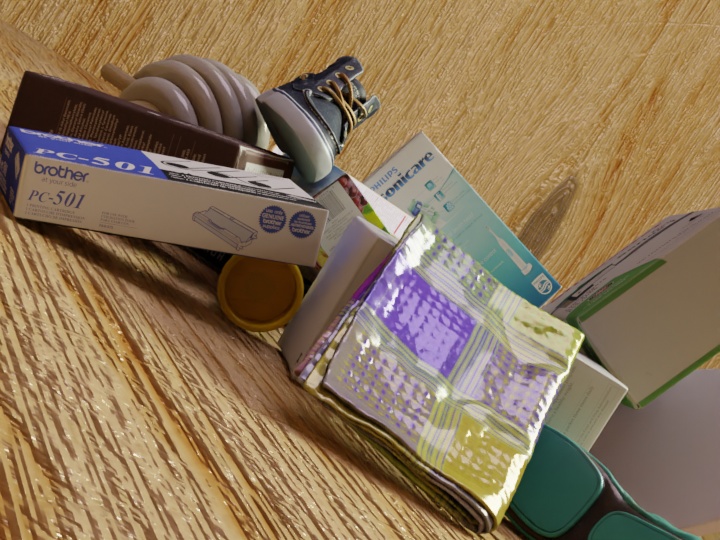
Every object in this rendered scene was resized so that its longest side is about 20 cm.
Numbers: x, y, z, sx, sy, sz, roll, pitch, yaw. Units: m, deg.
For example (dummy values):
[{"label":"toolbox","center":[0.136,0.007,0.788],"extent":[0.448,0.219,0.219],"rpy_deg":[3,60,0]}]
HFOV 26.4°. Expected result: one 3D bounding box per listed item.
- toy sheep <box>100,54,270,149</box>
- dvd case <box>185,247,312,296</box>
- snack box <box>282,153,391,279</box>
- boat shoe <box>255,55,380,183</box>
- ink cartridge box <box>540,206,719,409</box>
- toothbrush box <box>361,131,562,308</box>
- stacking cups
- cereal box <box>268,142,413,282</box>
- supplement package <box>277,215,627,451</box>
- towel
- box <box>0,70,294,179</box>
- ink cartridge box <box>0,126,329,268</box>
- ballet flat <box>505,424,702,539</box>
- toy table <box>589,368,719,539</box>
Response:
[{"label":"toy sheep","center":[-0.148,-0.126,1.331],"extent":[0.138,0.138,0.200],"rpy_deg":[34,33,31]},{"label":"dvd case","center":[-0.131,-0.026,1.362],"extent":[0.200,0.025,0.150],"rpy_deg":[33,4,18]},{"label":"snack box","center":[0.000,0.000,1.279],"extent":[0.200,0.068,0.169],"rpy_deg":[52,-4,-19]},{"label":"boat shoe","center":[-0.027,-0.130,1.227],"extent":[0.071,0.091,0.200],"rpy_deg":[63,-4,-18]},{"label":"ink cartridge box","center":[0.224,0.026,1.165],"extent":[0.084,0.146,0.200],"rpy_deg":[55,-2,-1]},{"label":"toothbrush box","center":[0.087,-0.030,1.485],"extent":[0.200,0.085,0.146],"rpy_deg":[49,-3,-3]},{"label":"stacking cups","center":[-0.073,0.002,1.149],"extent":[0.060,0.061,0.200],"rpy_deg":[32,4,-6]},{"label":"cereal box","center":[-0.019,-0.023,1.415],"extent":[0.200,0.040,0.144],"rpy_deg":[34,-40,-1]},{"label":"supplement package","center":[0.058,0.064,1.046],"extent":[0.200,0.110,0.114],"rpy_deg":[31,4,-12]},{"label":"towel","center":[0.054,0.055,0.916],"extent":[0.144,0.023,0.200],"rpy_deg":[39,40,-1]},{"label":"box","center":[-0.162,-0.087,1.176],"extent":[0.200,0.075,0.100],"rpy_deg":[19,5,21]},{"label":"ink cartridge box","center":[-0.131,-0.048,1.007],"extent":[0.200,0.044,0.094],"rpy_deg":[9,12,-22]},{"label":"ballet flat","center":[0.147,0.164,0.940],"extent":[0.200,0.067,0.070],"rpy_deg":[36,-19,44]},{"label":"toy table","center":[0.264,0.157,1.171],"extent":[0.200,0.184,0.117],"rpy_deg":[-6,-32,35]}]
